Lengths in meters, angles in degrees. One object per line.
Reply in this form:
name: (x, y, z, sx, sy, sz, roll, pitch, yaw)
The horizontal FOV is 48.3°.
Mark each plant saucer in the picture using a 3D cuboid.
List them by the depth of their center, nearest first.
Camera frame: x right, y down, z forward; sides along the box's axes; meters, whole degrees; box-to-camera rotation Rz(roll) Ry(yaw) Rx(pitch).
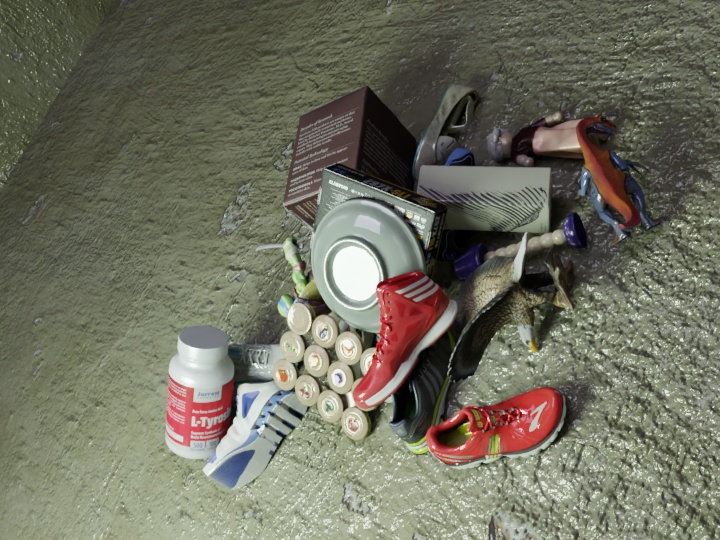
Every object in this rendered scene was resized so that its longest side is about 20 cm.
plant saucer: (0.000, 0.000, 1.172, 0.196, 0.050, 0.205, 11, 111, 30)

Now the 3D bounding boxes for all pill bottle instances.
pill bottle: (-0.271, 0.204, 1.357, 0.112, 0.110, 0.205, 34, 124, 49)

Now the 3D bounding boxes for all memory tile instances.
memory tile: (-0.049, 0.152, 1.235, 0.198, 0.017, 0.157, 29, 111, 27)

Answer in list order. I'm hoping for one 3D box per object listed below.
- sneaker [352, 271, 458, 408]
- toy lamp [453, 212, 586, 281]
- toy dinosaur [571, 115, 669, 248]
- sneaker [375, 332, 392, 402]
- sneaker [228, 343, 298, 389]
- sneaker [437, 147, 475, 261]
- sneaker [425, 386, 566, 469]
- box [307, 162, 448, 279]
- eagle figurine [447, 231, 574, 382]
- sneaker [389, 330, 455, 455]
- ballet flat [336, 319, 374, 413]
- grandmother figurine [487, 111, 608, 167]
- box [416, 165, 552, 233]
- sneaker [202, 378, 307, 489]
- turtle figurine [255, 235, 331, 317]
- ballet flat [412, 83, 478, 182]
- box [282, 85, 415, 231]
sneaker: (0.035, 0.085, 1.117, 0.201, 0.116, 0.078, -49, 18, -9)
toy lamp: (0.228, -0.028, 1.173, 0.197, 0.058, 0.059, -19, 51, 32)
toy dinosaur: (0.343, -0.136, 1.083, 0.103, 0.200, 0.185, -24, 78, 7)
sneaker: (0.046, 0.099, 1.238, 0.072, 0.071, 0.204, -11, 56, 36)
sneaker: (-0.194, 0.161, 1.405, 0.196, 0.086, 0.077, -15, 51, 33)
sneaker: (0.160, -0.104, 1.287, 0.076, 0.070, 0.204, 9, 69, 30)
sneaker: (0.172, 0.204, 1.041, 0.197, 0.085, 0.078, -30, 46, 24)
box: (0.021, -0.051, 1.200, 0.197, 0.049, 0.163, 23, 118, 24)
eagle figurine: (0.195, 0.053, 1.099, 0.196, 0.151, 0.155, -21, 69, 23)
sneaker: (0.087, 0.155, 1.155, 0.073, 0.081, 0.204, -13, 54, 35)
ballet flat: (-0.015, 0.137, 1.273, 0.068, 0.069, 0.204, -18, 52, 32)
grandmother figurine: (0.279, -0.199, 1.250, 0.197, 0.062, 0.121, 4, 38, 47)
box: (0.185, -0.107, 1.195, 0.195, 0.083, 0.070, 2, 62, 17)
sneaker: (-0.183, 0.258, 1.341, 0.200, 0.081, 0.115, -47, 38, -4)
turtle figurine: (-0.068, -0.011, 1.358, 0.191, 0.146, 0.200, -29, 13, -3)
ballet flat: (0.150, -0.239, 1.386, 0.061, 0.067, 0.204, 12, 71, 35)
box: (-0.015, -0.174, 1.412, 0.161, 0.165, 0.204, -17, 52, 34)
